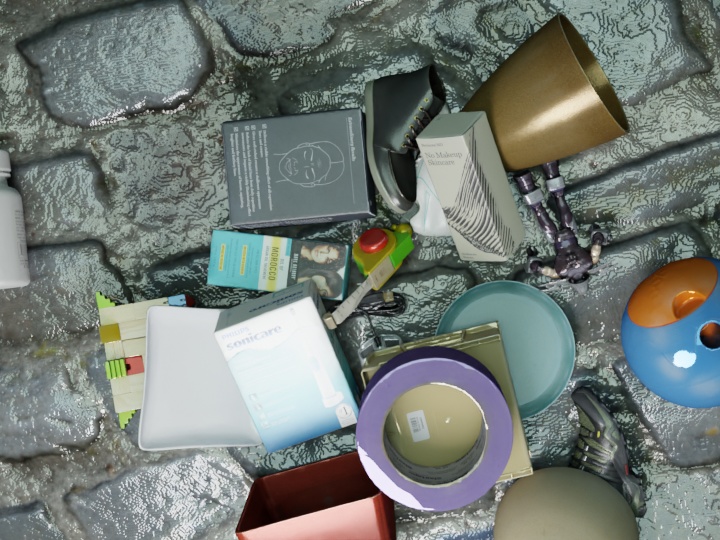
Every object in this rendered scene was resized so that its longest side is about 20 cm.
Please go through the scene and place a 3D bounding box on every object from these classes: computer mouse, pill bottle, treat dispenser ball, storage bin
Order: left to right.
[{"bbox_3d":[-0.549,-0.072,1.674,0.114,0.114,0.200,-6,89,6],"label":"pill bottle"},{"bbox_3d":[0.033,0.129,1.638,0.110,0.044,0.200,-17,96,2],"label":"computer mouse"},{"bbox_3d":[0.119,0.195,1.575,0.198,0.094,0.200,-14,96,4],"label":"storage bin"},{"bbox_3d":[0.448,0.082,1.523,0.201,0.201,0.201,0,89,6],"label":"treat dispenser ball"}]

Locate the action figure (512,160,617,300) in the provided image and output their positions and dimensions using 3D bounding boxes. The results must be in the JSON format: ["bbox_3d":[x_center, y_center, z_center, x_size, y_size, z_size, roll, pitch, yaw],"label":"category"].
[{"bbox_3d":[0.283,-0.053,1.611,0.130,0.069,0.200,-21,91,-2],"label":"action figure"}]

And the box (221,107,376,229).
[{"bbox_3d":[-0.084,-0.141,1.629,0.200,0.107,0.149,-5,88,7],"label":"box"}]

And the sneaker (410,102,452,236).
[{"bbox_3d":[0.102,-0.146,1.628,0.080,0.070,0.201,-2,90,9],"label":"sneaker"}]

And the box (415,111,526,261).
[{"bbox_3d":[0.151,-0.112,1.551,0.082,0.068,0.200,0,126,39],"label":"box"}]

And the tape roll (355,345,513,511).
[{"bbox_3d":[0.095,0.203,1.488,0.200,0.085,0.200,0,96,1],"label":"tape roll"}]

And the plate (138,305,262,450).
[{"bbox_3d":[-0.223,0.151,1.632,0.200,0.032,0.200,3,89,-35],"label":"plate"}]

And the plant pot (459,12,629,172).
[{"bbox_3d":[0.234,-0.220,1.572,0.200,0.186,0.187,-29,86,21],"label":"plant pot"}]

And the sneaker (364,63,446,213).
[{"bbox_3d":[0.069,-0.185,1.581,0.106,0.075,0.200,-16,76,29],"label":"sneaker"}]

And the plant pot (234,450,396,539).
[{"bbox_3d":[-0.040,0.377,1.585,0.200,0.200,0.177,-16,99,6],"label":"plant pot"}]

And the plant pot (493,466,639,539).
[{"bbox_3d":[0.267,0.383,1.543,0.200,0.134,0.201,5,106,17],"label":"plant pot"}]

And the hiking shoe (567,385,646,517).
[{"bbox_3d":[0.322,0.263,1.596,0.101,0.076,0.200,-22,88,2],"label":"hiking shoe"}]

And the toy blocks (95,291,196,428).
[{"bbox_3d":[-0.296,0.119,1.664,0.136,0.100,0.200,-10,88,-5],"label":"toy blocks"}]

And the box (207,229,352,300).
[{"bbox_3d":[-0.116,-0.008,1.659,0.200,0.049,0.082,6,90,6],"label":"box"}]

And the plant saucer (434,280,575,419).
[{"bbox_3d":[0.204,0.114,1.636,0.200,0.027,0.200,0,90,6],"label":"plant saucer"}]

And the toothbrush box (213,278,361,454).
[{"bbox_3d":[-0.099,0.134,1.610,0.146,0.085,0.200,-21,108,6],"label":"toothbrush box"}]

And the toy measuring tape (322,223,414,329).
[{"bbox_3d":[0.000,0.000,1.620,0.074,0.074,0.200,42,67,5],"label":"toy measuring tape"}]
